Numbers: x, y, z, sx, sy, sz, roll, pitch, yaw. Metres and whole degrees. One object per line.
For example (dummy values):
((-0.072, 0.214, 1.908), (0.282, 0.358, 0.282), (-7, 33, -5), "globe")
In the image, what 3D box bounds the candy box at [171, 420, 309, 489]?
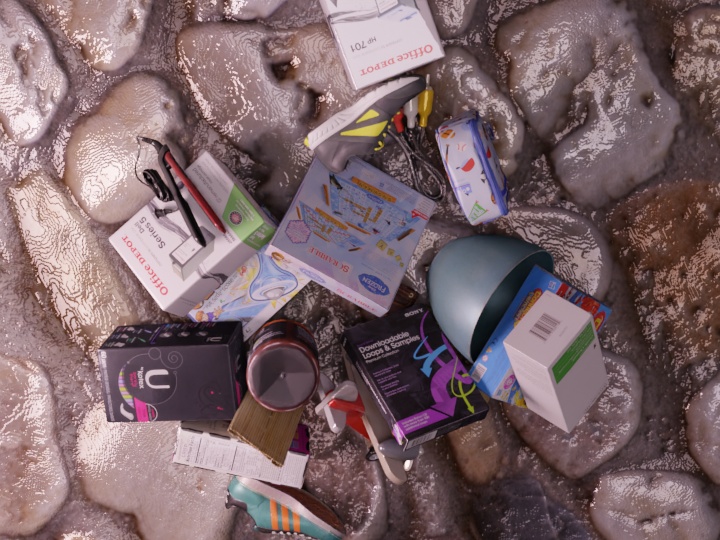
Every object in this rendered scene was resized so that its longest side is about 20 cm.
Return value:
((-0.180, 0.264, 1.680), (0.199, 0.136, 0.061), (14, 99, -6), "candy box")

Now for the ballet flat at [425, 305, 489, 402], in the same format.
((0.138, 0.143, 1.720), (0.071, 0.071, 0.200), (-34, 100, 2), "ballet flat")

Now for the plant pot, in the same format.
((0.178, 0.024, 1.657), (0.135, 0.200, 0.201), (35, 97, 29), "plant pot")

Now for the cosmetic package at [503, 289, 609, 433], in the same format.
((0.283, 0.133, 1.578), (0.108, 0.085, 0.200), (-49, 143, -14), "cosmetic package")

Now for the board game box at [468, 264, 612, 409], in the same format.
((0.273, 0.110, 1.668), (0.056, 0.196, 0.200), (35, 98, 36), "board game box")

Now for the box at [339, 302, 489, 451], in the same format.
((0.077, 0.150, 1.598), (0.142, 0.036, 0.200), (-18, 58, -25), "box")

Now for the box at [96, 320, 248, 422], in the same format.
((-0.277, 0.151, 1.649), (0.199, 0.106, 0.123), (-3, 107, 6), "box")

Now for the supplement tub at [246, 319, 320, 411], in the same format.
((-0.113, 0.133, 1.631), (0.106, 0.200, 0.107), (-1, 100, -3), "supplement tub")

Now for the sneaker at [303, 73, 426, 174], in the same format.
((0.017, -0.216, 1.615), (0.200, 0.074, 0.085), (-31, 99, 13), "sneaker")

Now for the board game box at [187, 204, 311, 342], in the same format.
((-0.177, 0.015, 1.691), (0.200, 0.034, 0.135), (-43, 100, 4), "board game box")

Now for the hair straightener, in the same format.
((-0.275, -0.111, 1.578), (0.077, 0.041, 0.200), (-37, 75, 3), "hair straightener")

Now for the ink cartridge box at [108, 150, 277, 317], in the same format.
((-0.246, -0.051, 1.628), (0.200, 0.084, 0.146), (-41, 76, 3), "ink cartridge box")

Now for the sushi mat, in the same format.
((-0.137, 0.218, 1.647), (0.096, 0.200, 0.012), (39, 111, -8), "sushi mat")

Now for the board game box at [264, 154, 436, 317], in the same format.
((-0.012, -0.064, 1.640), (0.199, 0.041, 0.200), (30, 65, -8), "board game box")

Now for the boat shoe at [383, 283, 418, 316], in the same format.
((0.000, 0.000, 1.685), (0.200, 0.070, 0.070), (38, 102, -17), "boat shoe")

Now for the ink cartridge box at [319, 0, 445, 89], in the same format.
((0.023, -0.382, 1.616), (0.146, 0.086, 0.201), (-21, 99, 0), "ink cartridge box")

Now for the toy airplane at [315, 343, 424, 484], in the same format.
((0.024, 0.202, 1.654), (0.141, 0.199, 0.200), (-30, 98, 13), "toy airplane")

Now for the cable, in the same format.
((0.076, -0.194, 1.667), (0.097, 0.050, 0.201), (-12, 98, 0), "cable")

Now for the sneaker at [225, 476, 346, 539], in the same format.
((-0.121, 0.386, 1.743), (0.200, 0.071, 0.080), (31, 100, -3), "sneaker")

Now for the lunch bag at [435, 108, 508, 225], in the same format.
((0.170, -0.149, 1.612), (0.075, 0.200, 0.161), (-21, 99, 13), "lunch bag")
